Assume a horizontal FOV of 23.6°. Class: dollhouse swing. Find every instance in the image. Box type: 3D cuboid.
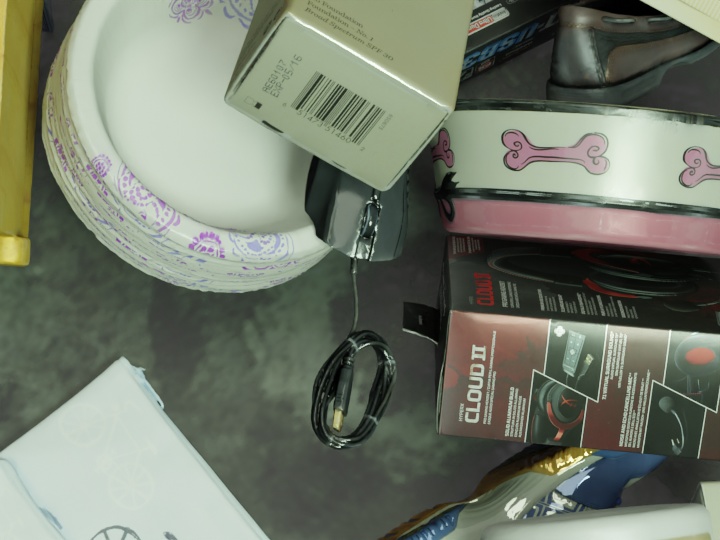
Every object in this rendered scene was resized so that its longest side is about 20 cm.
[{"bbox_3d":[-0.255,-0.107,0.960,0.181,0.176,0.200,4,89,9],"label":"dollhouse swing"}]

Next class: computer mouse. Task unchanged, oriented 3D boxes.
[{"bbox_3d":[0.000,0.000,0.942,0.059,0.034,0.200,11,67,-22],"label":"computer mouse"}]

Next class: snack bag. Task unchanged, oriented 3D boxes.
[{"bbox_3d":[-0.153,0.174,0.975,0.200,0.021,0.189,-37,74,-14],"label":"snack bag"}]

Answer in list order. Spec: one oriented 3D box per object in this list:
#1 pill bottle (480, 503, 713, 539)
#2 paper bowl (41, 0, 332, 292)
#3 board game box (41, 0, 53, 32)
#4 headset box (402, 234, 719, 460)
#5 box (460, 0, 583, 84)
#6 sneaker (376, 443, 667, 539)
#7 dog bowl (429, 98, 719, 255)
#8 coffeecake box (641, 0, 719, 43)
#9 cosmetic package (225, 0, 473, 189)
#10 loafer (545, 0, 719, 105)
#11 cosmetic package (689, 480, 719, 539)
[{"bbox_3d":[0.130,0.223,0.871,0.119,0.120,0.200,-6,83,-4],"label":"pill bottle"},{"bbox_3d":[-0.087,-0.083,1.013,0.200,0.104,0.201,10,66,-22],"label":"paper bowl"},{"bbox_3d":[-0.268,-0.244,1.113,0.200,0.062,0.200,23,70,6],"label":"board game box"},{"bbox_3d":[0.122,0.040,0.961,0.200,0.149,0.075,5,107,1],"label":"headset box"},{"bbox_3d":[0.049,-0.222,1.119,0.200,0.050,0.199,-28,73,-13],"label":"box"},{"bbox_3d":[0.099,0.152,0.974,0.200,0.075,0.088,-29,90,-11],"label":"sneaker"},{"bbox_3d":[0.132,-0.051,0.985,0.200,0.200,0.074,5,91,0],"label":"dog bowl"},{"bbox_3d":[0.202,-0.229,1.053,0.153,0.073,0.200,30,35,4],"label":"coffeecake box"},{"bbox_3d":[0.003,-0.149,0.952,0.103,0.073,0.200,28,42,-15],"label":"cosmetic package"},{"bbox_3d":[0.169,-0.152,1.034,0.072,0.063,0.200,5,26,30],"label":"loafer"},{"bbox_3d":[0.279,0.162,0.943,0.200,0.104,0.073,-3,60,-2],"label":"cosmetic package"}]
